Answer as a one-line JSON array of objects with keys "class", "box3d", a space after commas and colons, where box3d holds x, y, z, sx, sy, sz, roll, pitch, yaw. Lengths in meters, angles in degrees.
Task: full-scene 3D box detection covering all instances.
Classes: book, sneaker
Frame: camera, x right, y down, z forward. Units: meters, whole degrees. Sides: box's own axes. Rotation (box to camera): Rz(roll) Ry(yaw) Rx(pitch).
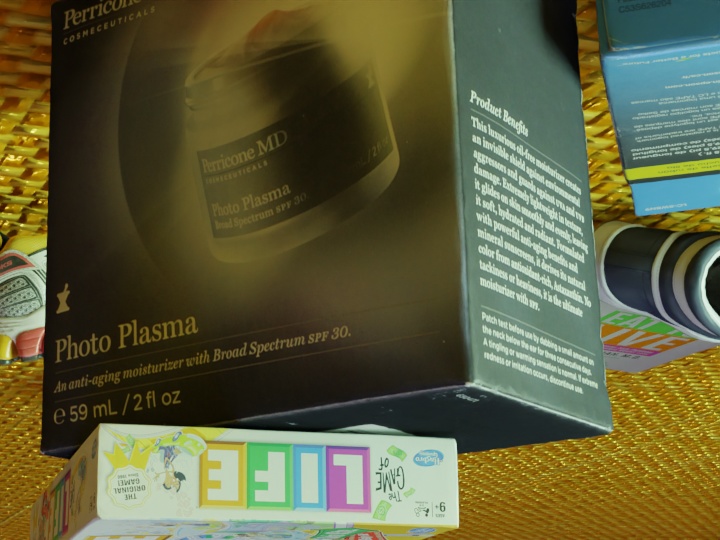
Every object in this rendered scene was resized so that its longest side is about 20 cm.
[{"class": "book", "box3d": [0.197, 0.034, 1.136, 0.133, 0.048, 0.200, 7, 163, -17]}, {"class": "sneaker", "box3d": [-0.248, 0.004, 0.919, 0.200, 0.082, 0.078, 4, -171, 32]}, {"class": "sneaker", "box3d": [0.243, 0.014, 0.962, 0.200, 0.070, 0.108, 11, 180, -38]}]

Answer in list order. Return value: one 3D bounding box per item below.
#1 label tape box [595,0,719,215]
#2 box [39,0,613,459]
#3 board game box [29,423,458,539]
[{"class": "label tape box", "box3d": [0.181, -0.092, 0.663, 0.144, 0.063, 0.200, -7, 163, 11]}, {"class": "box", "box3d": [-0.019, -0.027, 0.610, 0.200, 0.199, 0.123, -13, 160, 31]}, {"class": "board game box", "box3d": [-0.058, 0.101, 0.626, 0.134, 0.034, 0.200, 4, 162, -17]}]
